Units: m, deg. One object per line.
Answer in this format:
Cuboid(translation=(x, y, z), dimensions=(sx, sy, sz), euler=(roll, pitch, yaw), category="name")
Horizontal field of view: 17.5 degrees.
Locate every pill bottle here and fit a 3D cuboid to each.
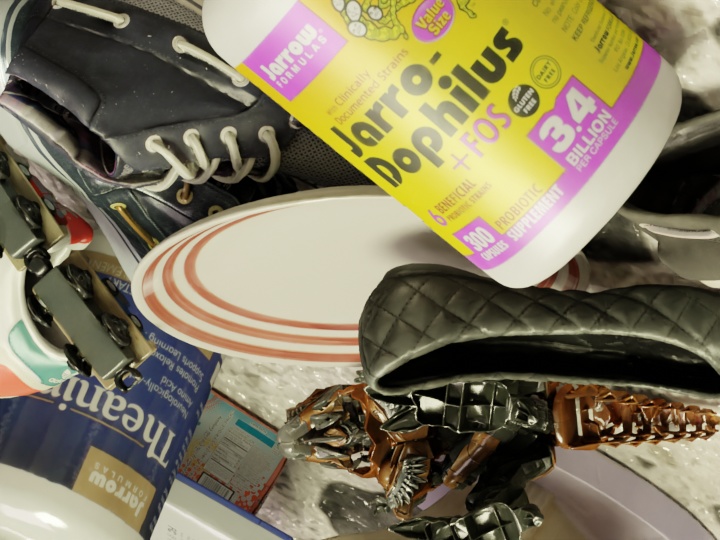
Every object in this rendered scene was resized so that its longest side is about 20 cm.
Cuboid(translation=(-0.146, 0.090, 1.179), dimensions=(0.110, 0.201, 0.111), euler=(19, 159, 8), category="pill bottle")
Cuboid(translation=(0.014, -0.091, 0.857), dimensions=(0.200, 0.104, 0.104), euler=(38, 151, -8), category="pill bottle")

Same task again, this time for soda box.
Cuboid(translation=(-0.139, 0.079, 1.315), dimensions=(0.199, 0.064, 0.068), euler=(33, 152, 3), category="soda box")

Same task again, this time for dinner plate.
Cuboid(translation=(0.000, 0.000, 1.018), dimensions=(0.199, 0.024, 0.200), euler=(0, 157, 0), category="dinner plate")

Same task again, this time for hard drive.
Cuboid(translation=(-0.133, 0.132, 1.295), dimensions=(0.199, 0.025, 0.132), euler=(28, 151, 9), category="hard drive")

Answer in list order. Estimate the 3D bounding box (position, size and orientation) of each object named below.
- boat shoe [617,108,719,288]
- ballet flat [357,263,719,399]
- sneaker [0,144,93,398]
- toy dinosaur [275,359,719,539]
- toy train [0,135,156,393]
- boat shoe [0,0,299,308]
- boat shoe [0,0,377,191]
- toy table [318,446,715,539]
Cuboid(translation=(0.160, -0.035, 0.827), dimensions=(0.057, 0.067, 0.200), euler=(27, 158, -23), category="boat shoe")
Cuboid(translation=(0.097, 0.038, 0.977), dimensions=(0.199, 0.057, 0.067), euler=(5, 149, 6), category="ballet flat")
Cuboid(translation=(-0.172, -0.036, 1.117), dimensions=(0.093, 0.070, 0.201), euler=(-9, 91, 22), category="sneaker")
Cuboid(translation=(0.055, 0.068, 1.067), dimensions=(0.199, 0.136, 0.103), euler=(-26, 93, 20), category="toy dinosaur")
Cuboid(translation=(-0.157, -0.027, 1.058), dimensions=(0.200, 0.034, 0.046), euler=(53, -168, 10), category="toy train")
Cuboid(translation=(-0.090, -0.055, 1.064), dimensions=(0.090, 0.071, 0.200), euler=(5, 145, 36), category="boat shoe")
Cuboid(translation=(-0.060, -0.058, 0.993), dimensions=(0.199, 0.093, 0.075), euler=(32, 151, 2), category="boat shoe")
Cuboid(translation=(0.070, 0.154, 1.160), dimensions=(0.199, 0.117, 0.184), euler=(21, 149, 24), category="toy table")
